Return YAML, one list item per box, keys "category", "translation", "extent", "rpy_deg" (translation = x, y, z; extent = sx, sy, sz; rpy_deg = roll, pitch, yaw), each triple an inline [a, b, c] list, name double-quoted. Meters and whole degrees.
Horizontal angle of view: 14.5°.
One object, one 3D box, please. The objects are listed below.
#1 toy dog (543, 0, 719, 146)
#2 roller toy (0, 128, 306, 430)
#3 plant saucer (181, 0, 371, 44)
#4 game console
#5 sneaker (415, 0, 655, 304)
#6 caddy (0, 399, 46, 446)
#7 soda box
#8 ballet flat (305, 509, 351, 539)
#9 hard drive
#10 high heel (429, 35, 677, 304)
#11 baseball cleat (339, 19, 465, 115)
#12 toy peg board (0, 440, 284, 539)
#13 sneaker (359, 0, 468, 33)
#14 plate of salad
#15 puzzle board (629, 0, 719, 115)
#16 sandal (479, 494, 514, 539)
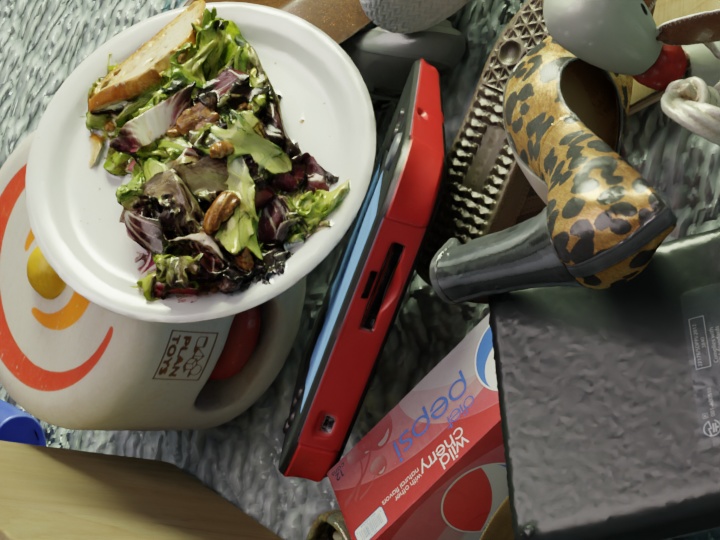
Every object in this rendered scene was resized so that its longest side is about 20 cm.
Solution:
- category: "toy dog"
  translation: [0.183, -0.115, 1.336]
  extent: [0.132, 0.200, 0.097]
  rpy_deg: [35, 101, 29]
- category: "roller toy"
  translation: [-0.133, 0.001, 1.645]
  extent: [0.200, 0.139, 0.183]
  rpy_deg: [-18, 75, 44]
- category: "plant saucer"
  translation: [-0.042, -0.168, 1.695]
  extent: [0.200, 0.035, 0.200]
  rpy_deg: [-29, 21, 12]
- category: "game console"
  translation: [0.000, 0.000, 1.516]
  extent: [0.177, 0.031, 0.201]
  rpy_deg: [-92, 22, -67]
- category: "sneaker"
  translation: [0.099, -0.073, 1.497]
  extent: [0.070, 0.075, 0.200]
  rpy_deg: [39, 99, 35]
- category: "caddy"
  translation: [-0.289, 0.146, 1.780]
  extent: [0.105, 0.141, 0.201]
  rpy_deg: [12, 76, 48]
- category: "soda box"
  translation: [0.078, 0.072, 1.434]
  extent: [0.200, 0.070, 0.064]
  rpy_deg: [-45, 40, 21]
- category: "ballet flat"
  translation: [-0.031, 0.218, 1.476]
  extent: [0.071, 0.071, 0.201]
  rpy_deg: [5, 72, 52]
- category: "hard drive"
  translation: [0.160, 0.050, 1.307]
  extent: [0.199, 0.033, 0.140]
  rpy_deg: [-15, 61, 18]
- category: "high heel"
  translation: [0.127, -0.065, 1.350]
  extent: [0.142, 0.071, 0.200]
  rpy_deg: [-12, 39, 48]
- category: "baseball cleat"
  translation: [-0.011, -0.089, 1.670]
  extent: [0.200, 0.070, 0.107]
  rpy_deg: [-12, 73, 50]
- category: "toy peg board"
  translation: [-0.155, 0.172, 1.564]
  extent: [0.199, 0.199, 0.098]
  rpy_deg: [26, 103, 54]
- category: "sneaker"
  translation: [0.066, -0.230, 1.587]
  extent: [0.200, 0.075, 0.114]
  rpy_deg: [-37, 49, 9]
- category: "plate of salad"
  translation: [-0.090, -0.066, 1.535]
  extent: [0.199, 0.048, 0.201]
  rpy_deg: [-6, 61, 10]
- category: "puzzle board"
  translation: [0.163, -0.176, 1.541]
  extent: [0.150, 0.017, 0.201]
  rpy_deg: [-28, 47, 39]
- category: "sandal"
  translation: [0.067, 0.176, 1.386]
  extent: [0.080, 0.054, 0.200]
  rpy_deg: [47, 117, 22]
